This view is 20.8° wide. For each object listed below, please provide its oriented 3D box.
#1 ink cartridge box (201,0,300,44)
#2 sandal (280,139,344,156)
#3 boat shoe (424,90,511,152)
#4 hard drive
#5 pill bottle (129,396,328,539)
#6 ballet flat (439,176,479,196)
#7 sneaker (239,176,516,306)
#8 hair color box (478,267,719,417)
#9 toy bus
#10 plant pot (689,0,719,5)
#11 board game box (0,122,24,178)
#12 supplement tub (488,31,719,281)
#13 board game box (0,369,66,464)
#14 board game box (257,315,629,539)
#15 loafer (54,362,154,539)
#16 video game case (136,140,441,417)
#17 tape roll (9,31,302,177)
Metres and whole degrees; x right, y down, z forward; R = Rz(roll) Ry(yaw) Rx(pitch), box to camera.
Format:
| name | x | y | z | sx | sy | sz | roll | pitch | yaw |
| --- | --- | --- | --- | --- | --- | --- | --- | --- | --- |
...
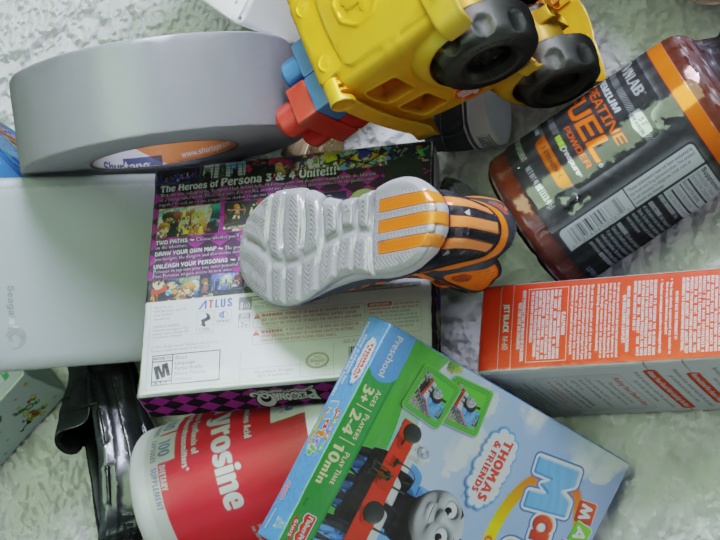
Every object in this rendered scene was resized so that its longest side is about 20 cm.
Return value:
| name | x | y | z | sx | sy | sz | roll | pitch | yaw |
| --- | --- | --- | --- | --- | --- | --- | --- | --- | --- |
| ink cartridge box | -0.073 | -0.232 | 1.437 | 0.200 | 0.145 | 0.084 | 38 | 107 | 45 |
| sandal | -0.032 | -0.023 | 1.405 | 0.069 | 0.078 | 0.213 | 7 | 68 | 25 |
| boat shoe | 0.070 | -0.181 | 1.418 | 0.067 | 0.072 | 0.201 | -7 | 75 | 24 |
| hard drive | -0.167 | -0.002 | 1.385 | 0.026 | 0.199 | 0.133 | 1 | 94 | 62 |
| pill bottle | -0.046 | 0.133 | 1.325 | 0.199 | 0.112 | 0.113 | -20 | 63 | 16 |
| ballet flat | 0.000 | 0.000 | 1.360 | 0.200 | 0.072 | 0.072 | -34 | 57 | -7 |
| sneaker | 0.017 | -0.010 | 1.242 | 0.199 | 0.112 | 0.078 | -2 | 81 | 48 |
| hair color box | 0.187 | 0.047 | 1.239 | 0.199 | 0.111 | 0.064 | -4 | 69 | 26 |
| toy bus | 0.040 | -0.147 | 1.299 | 0.192 | 0.200 | 0.136 | -37 | 63 | 26 |
| plant pot | 0.185 | -0.303 | 1.341 | 0.198 | 0.200 | 0.201 | 26 | 84 | 41 |
| board game box | -0.257 | -0.060 | 1.490 | 0.045 | 0.152 | 0.200 | -49 | 56 | 3 |
| supplement tub | 0.190 | -0.083 | 1.291 | 0.200 | 0.107 | 0.107 | -35 | 59 | 11 |
| board game box | -0.344 | 0.112 | 1.521 | 0.200 | 0.064 | 0.148 | -47 | 58 | 6 |
| board game box | 0.056 | 0.142 | 1.228 | 0.152 | 0.199 | 0.037 | -62 | 24 | -6 |
| loafer | -0.192 | 0.107 | 1.431 | 0.070 | 0.068 | 0.201 | -13 | 60 | -21 |
| video game case | -0.045 | 0.004 | 1.309 | 0.199 | 0.036 | 0.182 | -6 | 58 | 10 |
| tape roll | -0.140 | -0.111 | 1.358 | 0.199 | 0.200 | 0.067 | -9 | 86 | 24 |
